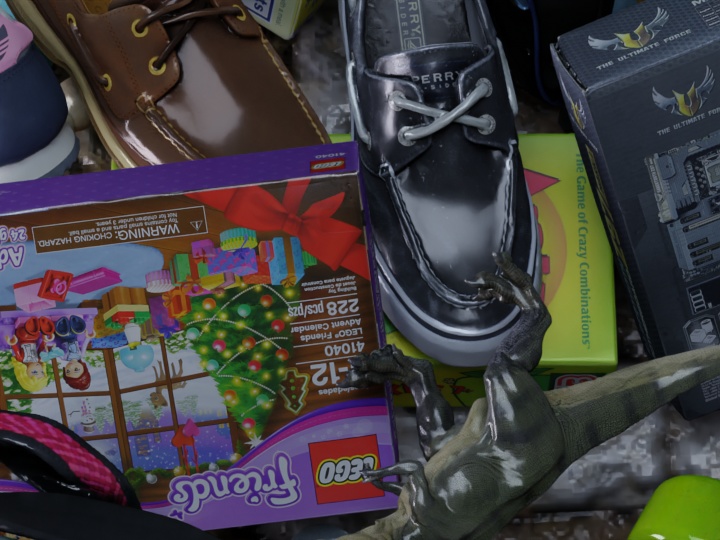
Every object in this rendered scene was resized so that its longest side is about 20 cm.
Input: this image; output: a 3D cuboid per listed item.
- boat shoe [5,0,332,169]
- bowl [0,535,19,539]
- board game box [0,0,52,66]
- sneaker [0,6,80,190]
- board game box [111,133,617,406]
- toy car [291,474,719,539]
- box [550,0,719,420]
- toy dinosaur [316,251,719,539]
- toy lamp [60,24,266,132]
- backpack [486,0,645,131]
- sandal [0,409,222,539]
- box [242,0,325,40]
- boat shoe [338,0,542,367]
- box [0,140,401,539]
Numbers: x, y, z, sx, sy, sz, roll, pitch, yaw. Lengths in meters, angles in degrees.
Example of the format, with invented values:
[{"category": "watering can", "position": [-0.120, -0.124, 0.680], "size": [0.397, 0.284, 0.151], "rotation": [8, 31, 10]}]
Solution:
[{"category": "boat shoe", "position": [-0.077, -0.089, 1.156], "size": [0.072, 0.068, 0.200], "rotation": [-30, 61, -23]}, {"category": "bowl", "position": [-0.147, 0.174, 1.056], "size": [0.200, 0.105, 0.201], "rotation": [-22, 46, 24]}, {"category": "board game box", "position": [-0.199, -0.161, 1.298], "size": [0.150, 0.047, 0.201], "rotation": [5, 66, 11]}, {"category": "sneaker", "position": [-0.181, -0.101, 1.166], "size": [0.070, 0.082, 0.200], "rotation": [-36, 41, -23]}, {"category": "board game box", "position": [0.000, 0.000, 1.175], "size": [0.199, 0.048, 0.102], "rotation": [0, 64, 0]}, {"category": "toy car", "position": [0.037, 0.155, 1.064], "size": [0.199, 0.158, 0.165], "rotation": [16, 55, 29]}, {"category": "box", "position": [0.188, -0.050, 1.123], "size": [0.199, 0.158, 0.051], "rotation": [-23, 32, -2]}, {"category": "toy dinosaur", "position": [0.048, 0.050, 1.063], "size": [0.200, 0.048, 0.088], "rotation": [-30, 70, -13]}, {"category": "toy lamp", "position": [-0.125, -0.060, 1.209], "size": [0.200, 0.058, 0.058], "rotation": [-38, 64, -26]}, {"category": "backpack", "position": [0.118, -0.174, 1.168], "size": [0.182, 0.200, 0.135], "rotation": [-26, 64, -3]}, {"category": "sandal", "position": [-0.113, 0.077, 1.074], "size": [0.199, 0.075, 0.045], "rotation": [16, 83, -18]}, {"category": "box", "position": [-0.056, -0.227, 1.238], "size": [0.200, 0.097, 0.176], "rotation": [33, 56, 11]}, {"category": "boat shoe", "position": [0.029, -0.063, 1.140], "size": [0.071, 0.068, 0.201], "rotation": [-6, 64, -3]}, {"category": "box", "position": [-0.090, 0.032, 1.110], "size": [0.199, 0.137, 0.039], "rotation": [-7, 21, 2]}]
